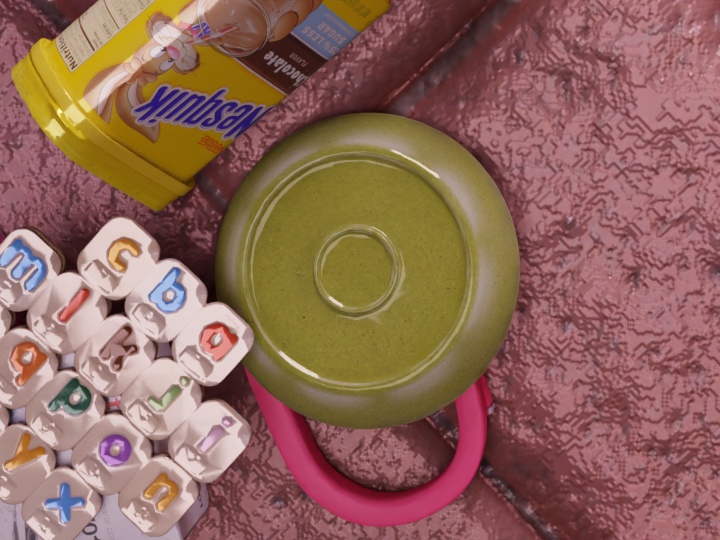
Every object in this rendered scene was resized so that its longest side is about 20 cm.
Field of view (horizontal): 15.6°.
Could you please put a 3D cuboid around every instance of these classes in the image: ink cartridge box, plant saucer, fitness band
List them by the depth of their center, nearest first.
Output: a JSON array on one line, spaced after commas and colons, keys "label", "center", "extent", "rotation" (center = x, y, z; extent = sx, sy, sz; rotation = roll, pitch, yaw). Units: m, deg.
[{"label": "plant saucer", "center": [0.000, 0.000, 1.650], "extent": [0.199, 0.031, 0.201], "rotation": [0, 89, 13]}, {"label": "fitness band", "center": [0.003, 0.068, 1.698], "extent": [0.143, 0.037, 0.201], "rotation": [-21, 97, 15]}, {"label": "ink cartridge box", "center": [-0.217, 0.120, 1.718], "extent": [0.199, 0.086, 0.147], "rotation": [-13, 99, 12]}]

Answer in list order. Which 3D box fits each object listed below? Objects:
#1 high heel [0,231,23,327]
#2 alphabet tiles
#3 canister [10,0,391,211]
[{"label": "high heel", "center": [-0.290, -0.033, 1.689], "extent": [0.067, 0.096, 0.201], "rotation": [-29, 96, 13]}, {"label": "alphabet tiles", "center": [-0.169, 0.070, 1.649], "extent": [0.200, 0.015, 0.196], "rotation": [42, 103, -1]}, {"label": "canister", "center": [-0.094, -0.143, 1.610], "extent": [0.200, 0.148, 0.087], "rotation": [-40, 59, 12]}]
